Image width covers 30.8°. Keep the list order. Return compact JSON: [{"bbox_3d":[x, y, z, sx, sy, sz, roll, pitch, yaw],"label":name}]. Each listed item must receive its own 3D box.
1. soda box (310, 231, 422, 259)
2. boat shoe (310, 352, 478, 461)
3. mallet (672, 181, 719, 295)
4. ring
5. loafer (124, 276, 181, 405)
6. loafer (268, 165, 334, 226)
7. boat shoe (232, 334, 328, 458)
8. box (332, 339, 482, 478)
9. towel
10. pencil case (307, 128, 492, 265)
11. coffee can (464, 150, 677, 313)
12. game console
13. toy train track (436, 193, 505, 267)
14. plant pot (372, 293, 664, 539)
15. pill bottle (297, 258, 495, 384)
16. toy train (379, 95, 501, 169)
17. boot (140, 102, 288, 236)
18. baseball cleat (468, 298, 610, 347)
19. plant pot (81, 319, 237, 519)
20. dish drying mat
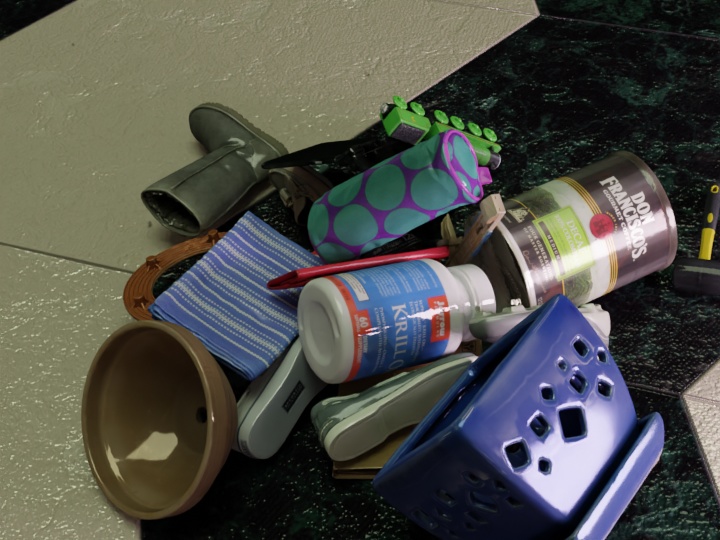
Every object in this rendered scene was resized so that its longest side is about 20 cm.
[{"bbox_3d":[-0.024,0.012,1.534,0.198,0.071,0.063,-24,41,-18],"label":"soda box"},{"bbox_3d":[0.039,0.128,1.374,0.198,0.073,0.062,-26,45,-19],"label":"boat shoe"},{"bbox_3d":[0.407,-0.042,1.571,0.065,0.042,0.201,2,40,11],"label":"mallet"},{"bbox_3d":[-0.180,0.004,1.513,0.198,0.019,0.201,-10,30,6],"label":"ring"},{"bbox_3d":[-0.211,0.076,1.488,0.070,0.069,0.201,-5,37,28],"label":"loafer"},{"bbox_3d":[-0.052,-0.075,1.631,0.199,0.072,0.063,35,64,31],"label":"loafer"},{"bbox_3d":[-0.082,0.115,1.428,0.065,0.074,0.200,9,46,42],"label":"boat shoe"},{"bbox_3d":[0.054,0.140,1.429,0.161,0.021,0.201,-2,45,5],"label":"box"},{"bbox_3d":[-0.121,0.023,1.429,0.144,0.024,0.200,31,47,11],"label":"towel"},{"bbox_3d":[0.039,-0.076,1.440,0.199,0.092,0.086,-26,57,27],"label":"pencil case"},{"bbox_3d":[0.239,-0.033,1.497,0.198,0.147,0.147,-23,46,-16],"label":"coffee can"},{"bbox_3d":[0.003,-0.106,1.605,0.177,0.116,0.200,53,25,3],"label":"game console"},{"bbox_3d":[0.112,-0.026,1.469,0.032,0.200,0.116,-9,67,-21],"label":"toy train track"},{"bbox_3d":[0.158,0.175,1.241,0.180,0.200,0.200,45,56,0],"label":"plant pot"},{"bbox_3d":[0.042,0.048,1.396,0.198,0.113,0.112,-11,42,-28],"label":"pill bottle"},{"bbox_3d":[0.106,-0.170,1.656,0.198,0.042,0.057,14,41,-38],"label":"toy train"},{"bbox_3d":[-0.210,-0.131,1.689,0.181,0.073,0.200,26,48,28],"label":"boot"},{"bbox_3d":[0.199,0.084,1.385,0.198,0.108,0.069,-1,-6,-36],"label":"baseball cleat"},{"bbox_3d":[-0.194,0.153,1.363,0.200,0.203,0.092,33,19,34],"label":"plant pot"},{"bbox_3d":[0.000,0.000,1.442,0.198,0.077,0.018,-9,84,-32],"label":"dish drying mat"}]
